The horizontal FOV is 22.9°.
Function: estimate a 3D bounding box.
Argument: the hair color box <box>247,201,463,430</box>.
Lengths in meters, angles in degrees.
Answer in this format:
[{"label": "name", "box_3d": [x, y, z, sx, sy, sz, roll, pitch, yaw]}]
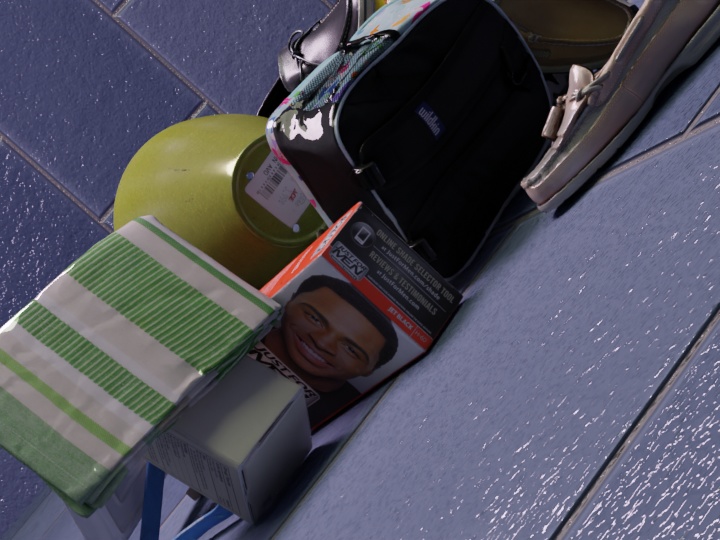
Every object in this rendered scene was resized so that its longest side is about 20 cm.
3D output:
[{"label": "hair color box", "box_3d": [-0.023, 0.040, 1.279, 0.061, 0.101, 0.200, -52, 7, -36]}]

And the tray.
[{"label": "tray", "box_3d": [-0.200, 0.157, 1.510, 0.022, 0.108, 0.200, -20, 18, 22]}]

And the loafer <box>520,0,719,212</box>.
[{"label": "loafer", "box_3d": [0.168, -0.130, 1.162, 0.200, 0.063, 0.072, -48, 7, 7]}]

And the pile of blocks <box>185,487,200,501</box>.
[{"label": "pile of blocks", "box_3d": [-0.111, 0.112, 1.611, 0.200, 0.062, 0.082, -52, 7, -28]}]

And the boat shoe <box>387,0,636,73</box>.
[{"label": "boat shoe", "box_3d": [0.117, -0.202, 1.379, 0.076, 0.199, 0.072, 73, -155, -62]}]

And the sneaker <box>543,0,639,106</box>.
[{"label": "sneaker", "box_3d": [0.131, -0.166, 1.454, 0.200, 0.090, 0.066, -47, -8, 4]}]

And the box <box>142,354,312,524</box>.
[{"label": "box", "box_3d": [-0.138, 0.088, 1.271, 0.078, 0.199, 0.095, -52, -22, -26]}]

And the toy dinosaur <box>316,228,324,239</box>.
[{"label": "toy dinosaur", "box_3d": [0.000, 0.000, 1.442, 0.200, 0.047, 0.089, -14, -68, -64]}]

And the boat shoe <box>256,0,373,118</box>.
[{"label": "boat shoe", "box_3d": [-0.040, -0.180, 1.571, 0.200, 0.062, 0.075, 123, 152, -45]}]

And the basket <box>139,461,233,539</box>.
[{"label": "basket", "box_3d": [-0.135, 0.127, 1.435, 0.176, 0.139, 0.201, -42, 43, 47]}]

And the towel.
[{"label": "towel", "box_3d": [-0.170, 0.058, 1.225, 0.200, 0.152, 0.023, -46, -26, -22]}]

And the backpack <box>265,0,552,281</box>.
[{"label": "backpack", "box_3d": [0.043, -0.107, 1.324, 0.200, 0.178, 0.150, -49, 28, -22]}]

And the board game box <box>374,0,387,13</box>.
[{"label": "board game box", "box_3d": [0.044, -0.139, 1.550, 0.030, 0.201, 0.095, 2, 4, 25]}]

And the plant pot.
[{"label": "plant pot", "box_3d": [-0.093, -0.052, 1.472, 0.187, 0.187, 0.200, -51, 12, -17]}]
